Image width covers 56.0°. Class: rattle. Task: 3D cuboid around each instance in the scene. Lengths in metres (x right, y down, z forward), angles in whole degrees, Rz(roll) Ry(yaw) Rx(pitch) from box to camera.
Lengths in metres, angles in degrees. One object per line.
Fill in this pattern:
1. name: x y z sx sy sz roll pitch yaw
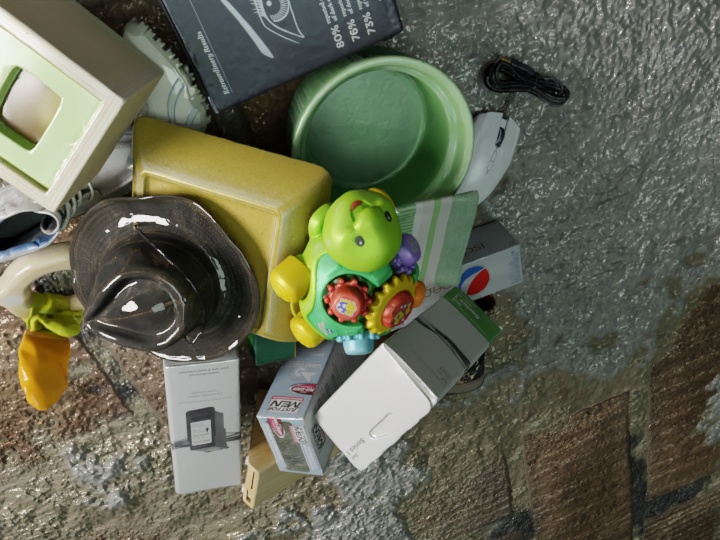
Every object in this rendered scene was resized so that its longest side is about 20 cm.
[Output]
1. rattle: -0.279 0.029 0.716 0.199 0.143 0.131 -23 135 1

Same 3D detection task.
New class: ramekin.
1. ramekin: 0.014 -0.144 0.736 0.198 0.098 0.201 -9 124 -13

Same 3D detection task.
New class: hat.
1. hat: -0.199 0.028 0.625 0.199 0.081 0.202 7 121 12

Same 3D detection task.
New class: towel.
1. towel: 0.030 -0.012 0.760 0.198 0.023 0.153 -12 141 -14

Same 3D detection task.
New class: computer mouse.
1. computer mouse: 0.160 -0.149 0.814 0.109 0.044 0.201 15 116 -27

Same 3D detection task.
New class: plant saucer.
1. plant saucer: -0.141 -0.025 0.655 0.198 0.049 0.201 16 121 6

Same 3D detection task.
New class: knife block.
1. knife block: -0.059 0.220 0.892 0.174 0.200 0.064 8 119 -7

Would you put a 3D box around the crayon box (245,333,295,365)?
1. crayon box: -0.112 -0.013 0.758 0.051 0.126 0.201 -9 123 -22

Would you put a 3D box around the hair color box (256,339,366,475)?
1. hair color box: -0.052 0.136 0.831 0.060 0.201 0.100 0 128 19

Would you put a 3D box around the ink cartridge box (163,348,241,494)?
1. ink cartridge box: -0.193 0.146 0.823 0.083 0.146 0.201 -5 123 -15

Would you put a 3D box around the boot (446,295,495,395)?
1. boot: 0.097 0.109 0.940 0.198 0.073 0.152 -5 124 -20

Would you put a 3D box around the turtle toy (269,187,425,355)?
1. turtle toy: 0.000 0.000 0.625 0.146 0.101 0.201 -42 146 -20

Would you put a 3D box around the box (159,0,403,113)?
1. box: -0.081 -0.263 0.624 0.199 0.105 0.149 -23 127 -2

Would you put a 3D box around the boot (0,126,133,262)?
1. boot: -0.293 -0.071 0.681 0.199 0.096 0.074 -29 126 -1

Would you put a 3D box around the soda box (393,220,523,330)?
1. soda box: 0.106 0.007 0.881 0.199 0.068 0.064 -20 126 -6

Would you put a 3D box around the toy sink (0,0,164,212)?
1. toy sink: -0.295 -0.170 0.567 0.200 0.112 0.130 38 114 -15

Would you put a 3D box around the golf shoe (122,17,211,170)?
1. golf shoe: -0.194 -0.138 0.666 0.097 0.078 0.201 -34 125 -17

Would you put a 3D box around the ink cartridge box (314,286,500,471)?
1. ink cartridge box: 0.058 0.118 0.778 0.146 0.084 0.200 -50 168 32
